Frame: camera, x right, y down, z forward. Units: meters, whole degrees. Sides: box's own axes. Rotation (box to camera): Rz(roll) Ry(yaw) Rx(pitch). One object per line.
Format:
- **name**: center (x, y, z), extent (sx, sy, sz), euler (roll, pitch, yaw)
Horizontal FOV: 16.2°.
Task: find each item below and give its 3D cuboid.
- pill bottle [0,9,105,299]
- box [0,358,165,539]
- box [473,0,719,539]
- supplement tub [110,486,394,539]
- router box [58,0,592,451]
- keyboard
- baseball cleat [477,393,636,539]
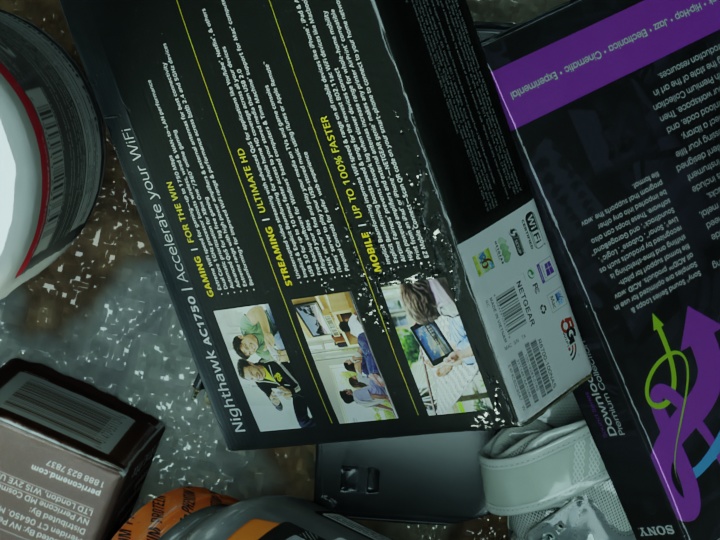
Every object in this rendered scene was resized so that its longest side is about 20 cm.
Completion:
- **pill bottle**: center (-0.152, -0.040, 0.907), extent (0.111, 0.200, 0.111), euler (0, 97, 4)
- **box**: center (-0.149, 0.144, 0.983), extent (0.075, 0.100, 0.200), euler (24, 99, 1)
- **box**: center (0.124, -0.012, 0.937), extent (0.143, 0.036, 0.200), euler (-26, 95, -32)
- **supplement tub**: center (-0.001, 0.158, 0.916), extent (0.200, 0.123, 0.123), euler (21, 100, 32)
- **router box**: center (-0.016, -0.038, 0.908), extent (0.149, 0.051, 0.200), euler (-8, 106, 43)
- **keyboard**: center (0.000, 0.000, 0.994), extent (0.127, 0.021, 0.200), euler (4, 97, 2)
- **baseball cleat**: center (0.072, 0.121, 0.977), extent (0.106, 0.070, 0.200), euler (32, 88, -18)
